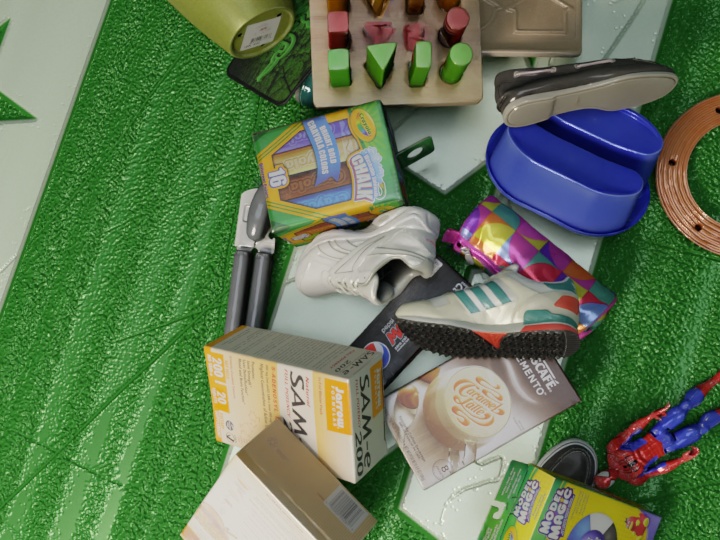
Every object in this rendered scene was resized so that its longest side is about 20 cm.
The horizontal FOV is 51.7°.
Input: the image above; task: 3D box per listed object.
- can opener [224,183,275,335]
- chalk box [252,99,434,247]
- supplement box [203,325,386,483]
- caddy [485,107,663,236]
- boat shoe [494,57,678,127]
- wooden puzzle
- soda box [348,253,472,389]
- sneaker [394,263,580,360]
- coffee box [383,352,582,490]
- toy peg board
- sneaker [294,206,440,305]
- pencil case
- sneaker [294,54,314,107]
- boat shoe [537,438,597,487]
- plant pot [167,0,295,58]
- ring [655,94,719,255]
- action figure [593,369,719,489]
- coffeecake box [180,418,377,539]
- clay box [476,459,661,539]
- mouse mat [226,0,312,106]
[{"bbox_3d":[-0.139,-0.009,0.928,0.053,0.066,0.200,7,89,10],"label":"can opener"},{"bbox_3d":[-0.008,-0.115,0.887,0.200,0.125,0.124,-13,81,8],"label":"chalk box"},{"bbox_3d":[-0.074,0.145,0.836,0.200,0.074,0.126,7,110,31],"label":"supplement box"},{"bbox_3d":[0.245,-0.125,0.861,0.200,0.105,0.141,29,64,11],"label":"caddy"},{"bbox_3d":[0.243,-0.206,0.805,0.200,0.067,0.057,-11,69,-5],"label":"boat shoe"},{"bbox_3d":[0.179,-0.350,0.925,0.185,0.046,0.200,2,78,4],"label":"wooden puzzle"},{"bbox_3d":[0.046,0.075,0.880,0.063,0.071,0.200,44,91,11],"label":"soda box"},{"bbox_3d":[0.139,0.040,0.808,0.200,0.070,0.093,1,55,22],"label":"sneaker"},{"bbox_3d":[0.133,0.149,0.853,0.200,0.080,0.114,-32,78,4],"label":"coffee box"},{"bbox_3d":[0.041,-0.292,0.836,0.200,0.098,0.199,-2,91,-1],"label":"toy peg board"},{"bbox_3d":[0.000,0.000,0.860,0.200,0.078,0.099,-24,47,32],"label":"sneaker"},{"bbox_3d":[0.194,0.001,0.862,0.200,0.088,0.088,39,90,12],"label":"pencil case"},{"bbox_3d":[0.006,-0.270,0.931,0.200,0.071,0.080,-46,75,0],"label":"sneaker"},{"bbox_3d":[0.206,0.281,0.836,0.069,0.057,0.200,32,88,11],"label":"boat shoe"},{"bbox_3d":[-0.169,-0.371,0.917,0.187,0.187,0.200,-32,82,4],"label":"plant pot"},{"bbox_3d":[0.448,-0.111,0.868,0.200,0.019,0.201,-1,84,9],"label":"ring"},{"bbox_3d":[0.345,0.182,0.830,0.200,0.052,0.065,-36,84,2],"label":"action figure"},{"bbox_3d":[-0.097,0.285,0.821,0.154,0.073,0.200,43,130,10],"label":"coffeecake box"},{"bbox_3d":[0.220,0.281,0.784,0.200,0.048,0.115,25,86,-28],"label":"clay box"},{"bbox_3d":[-0.078,-0.306,0.940,0.200,0.008,0.161,-51,46,-1],"label":"mouse mat"}]
